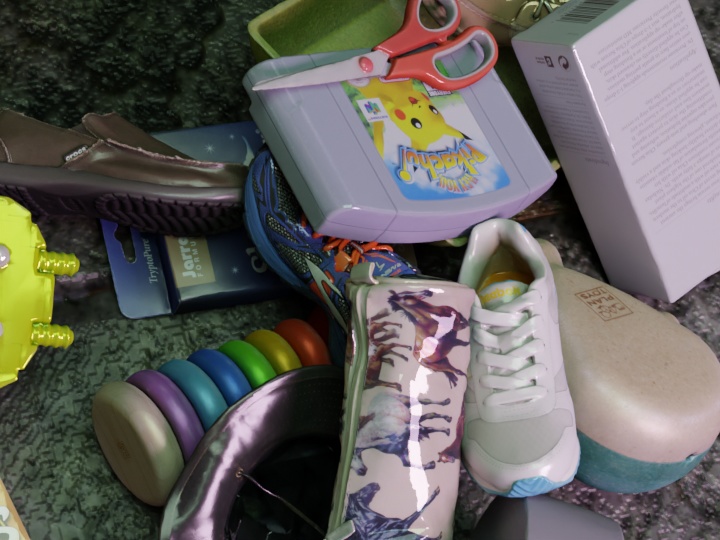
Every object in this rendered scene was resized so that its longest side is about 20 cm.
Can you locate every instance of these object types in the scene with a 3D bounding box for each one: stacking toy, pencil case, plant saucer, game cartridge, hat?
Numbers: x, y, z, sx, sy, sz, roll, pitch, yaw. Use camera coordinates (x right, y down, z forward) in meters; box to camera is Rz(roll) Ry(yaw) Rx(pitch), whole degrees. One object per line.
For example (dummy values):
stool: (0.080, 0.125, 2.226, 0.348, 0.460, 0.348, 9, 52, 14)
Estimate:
stacking toy: (-0.069, 0.070, 1.597, 0.200, 0.085, 0.085, -29, 80, -28)
pencil case: (0.019, 0.095, 1.492, 0.089, 0.078, 0.200, 2, 95, -46)
plant saucer: (0.034, -0.113, 1.674, 0.200, 0.048, 0.200, 46, 42, 5)
game cartridge: (0.032, -0.082, 1.585, 0.200, 0.040, 0.133, -11, 67, -42)
hat: (-0.043, 0.155, 1.559, 0.200, 0.081, 0.201, -2, 94, -22)

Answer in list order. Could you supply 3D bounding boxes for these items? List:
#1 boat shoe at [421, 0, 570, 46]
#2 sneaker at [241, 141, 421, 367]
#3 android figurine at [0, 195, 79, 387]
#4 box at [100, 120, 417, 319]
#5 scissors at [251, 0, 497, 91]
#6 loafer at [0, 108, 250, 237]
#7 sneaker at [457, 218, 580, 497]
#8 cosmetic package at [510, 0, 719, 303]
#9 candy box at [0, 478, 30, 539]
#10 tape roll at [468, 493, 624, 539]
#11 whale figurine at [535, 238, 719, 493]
boat shoe: (0.121, -0.186, 1.696, 0.200, 0.065, 0.071, 12, 72, -42)
sneaker: (0.000, 0.000, 1.567, 0.075, 0.078, 0.200, -39, 99, -32)
android figurine: (-0.272, 0.010, 1.532, 0.200, 0.041, 0.182, 8, 84, -17)
box: (-0.071, -0.039, 1.658, 0.200, 0.032, 0.121, -9, 73, -17)
scissors: (0.015, -0.125, 1.571, 0.200, 0.014, 0.073, -34, 91, -43)
loafer: (-0.158, -0.071, 1.599, 0.200, 0.073, 0.071, 8, 72, 5)
sneaker: (0.089, 0.055, 1.531, 0.076, 0.081, 0.200, -10, 43, 4)
cosmetic package: (0.190, -0.091, 1.671, 0.101, 0.071, 0.200, -35, 115, -24)
candy box: (-0.244, 0.212, 1.508, 0.117, 0.056, 0.200, -24, 77, -20)
tape roll: (0.091, 0.234, 1.508, 0.066, 0.200, 0.200, 19, 67, -7)
whale figurine: (0.148, 0.065, 1.652, 0.159, 0.104, 0.200, -16, 51, -41)
